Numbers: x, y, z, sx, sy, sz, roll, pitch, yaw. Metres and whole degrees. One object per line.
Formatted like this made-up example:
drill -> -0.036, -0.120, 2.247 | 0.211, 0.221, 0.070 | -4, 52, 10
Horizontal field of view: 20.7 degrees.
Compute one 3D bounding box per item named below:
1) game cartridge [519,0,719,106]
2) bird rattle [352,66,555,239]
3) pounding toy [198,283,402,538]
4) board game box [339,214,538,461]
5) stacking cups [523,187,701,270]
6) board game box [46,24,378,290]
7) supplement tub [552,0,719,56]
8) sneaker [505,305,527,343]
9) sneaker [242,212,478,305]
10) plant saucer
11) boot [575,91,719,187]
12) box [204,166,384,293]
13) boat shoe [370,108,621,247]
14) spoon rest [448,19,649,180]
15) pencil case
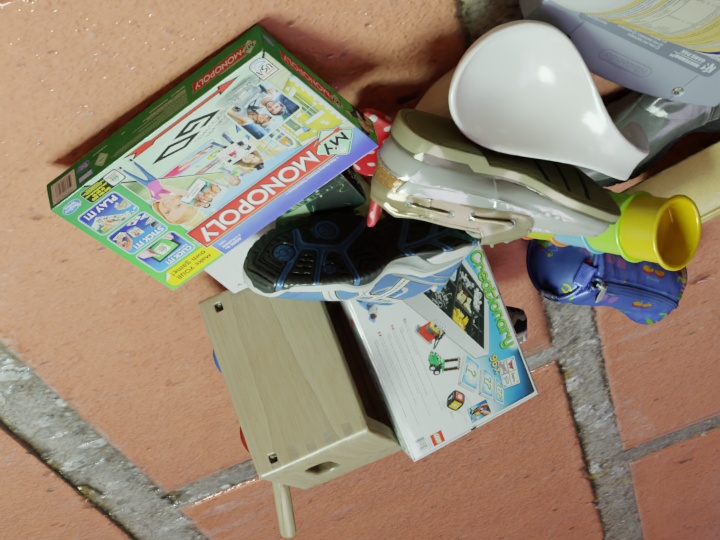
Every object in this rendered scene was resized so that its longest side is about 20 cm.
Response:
game cartridge -> 0.217, -0.186, 1.414 | 0.199, 0.041, 0.133 | 20, 134, -34
bird rattle -> 0.081, -0.110, 1.497 | 0.199, 0.113, 0.163 | 17, 128, -35
pounding toy -> -0.056, 0.115, 1.695 | 0.141, 0.186, 0.200 | -23, 166, 8
board game box -> 0.059, 0.044, 1.650 | 0.125, 0.201, 0.035 | -27, -158, -11
stacking cups -> 0.185, -0.041, 1.608 | 0.060, 0.061, 0.199 | 2, -174, -40
board game box -> -0.104, -0.075, 1.397 | 0.199, 0.029, 0.134 | -35, 135, 21
supplement tub -> 0.183, -0.220, 1.217 | 0.199, 0.147, 0.145 | 10, 143, -41
sneaker -> 0.082, 0.025, 1.748 | 0.073, 0.088, 0.199 | -3, 174, 43
sneaker -> 0.000, 0.000, 1.547 | 0.198, 0.076, 0.077 | -7, 141, -24
plant saucer -> 0.322, -0.085, 1.678 | 0.199, 0.049, 0.200 | -28, 175, 17
boot -> 0.234, -0.147, 1.546 | 0.199, 0.070, 0.132 | -26, 150, -4
box -> -0.077, -0.052, 1.522 | 0.143, 0.037, 0.200 | -25, 157, 11
boat shoe -> 0.096, -0.057, 1.438 | 0.198, 0.075, 0.069 | 18, 116, -26
spoon rest -> 0.143, -0.114, 1.416 | 0.199, 0.061, 0.100 | 24, 111, -41
pencil case -> 0.230, 0.001, 1.821 | 0.078, 0.087, 0.199 | -53, 147, 16
